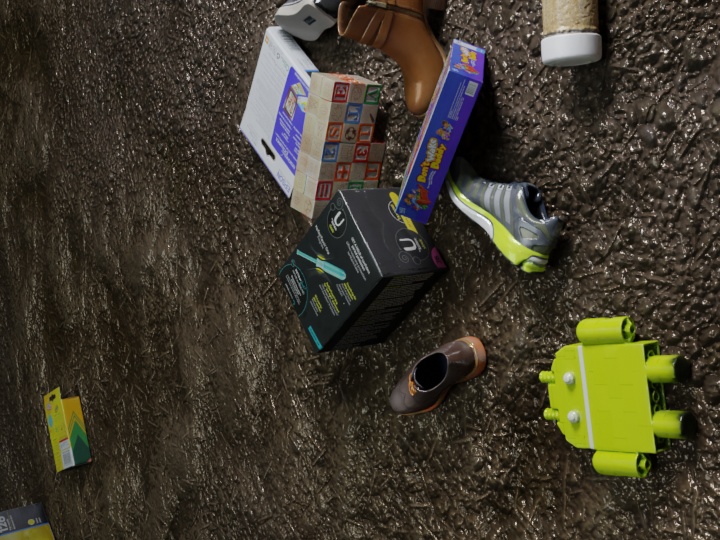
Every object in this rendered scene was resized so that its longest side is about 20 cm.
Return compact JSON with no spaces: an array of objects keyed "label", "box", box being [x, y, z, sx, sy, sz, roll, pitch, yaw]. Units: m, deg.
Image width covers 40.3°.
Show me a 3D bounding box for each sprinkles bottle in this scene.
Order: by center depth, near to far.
[{"label":"sprinkles bottle","box":[0.236,-0.336,1.110,0.068,0.068,0.202,2,96,52]}]

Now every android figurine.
[{"label":"android figurine","box":[0.288,0.145,1.131,0.199,0.041,0.184,-5,91,51]}]

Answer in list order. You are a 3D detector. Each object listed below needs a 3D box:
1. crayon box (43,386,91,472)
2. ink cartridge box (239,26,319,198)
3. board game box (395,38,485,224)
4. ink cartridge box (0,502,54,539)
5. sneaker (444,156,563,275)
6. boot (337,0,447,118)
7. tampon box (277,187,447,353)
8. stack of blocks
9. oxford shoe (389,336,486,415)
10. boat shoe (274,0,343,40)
[{"label":"crayon box","box":[-0.743,0.400,2.481,0.127,0.051,0.202,-26,75,50]},{"label":"ink cartridge box","box":[-0.120,-0.256,1.595,0.199,0.043,0.201,55,138,33]},{"label":"board game box","box":[0.103,-0.179,1.259,0.135,0.044,0.201,-74,4,-61]},{"label":"ink cartridge box","box":[-0.932,0.739,2.647,0.198,0.199,0.047,57,136,30]},{"label":"sneaker","box":[0.182,-0.085,1.225,0.200,0.074,0.081,50,117,32]},{"label":"boot","box":[0.042,-0.303,1.293,0.076,0.154,0.202,24,113,47]},{"label":"tampon box","box":[0.000,0.000,1.411,0.200,0.126,0.151,-50,57,42]},{"label":"stack of blocks","box":[-0.026,-0.180,1.430,0.058,0.115,0.202,31,117,46]},{"label":"oxford shoe","box":[0.087,0.149,1.361,0.200,0.073,0.072,-46,60,45]},{"label":"boat shoe","box":[-0.064,-0.415,1.499,0.093,0.074,0.200,-61,25,-8]}]
